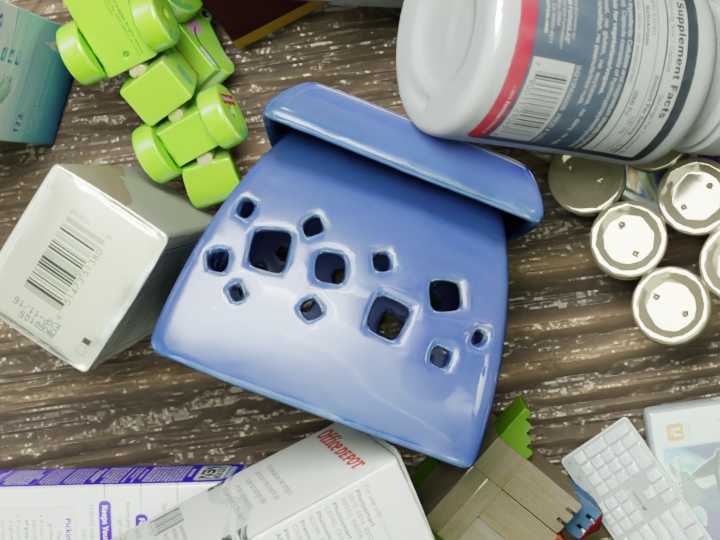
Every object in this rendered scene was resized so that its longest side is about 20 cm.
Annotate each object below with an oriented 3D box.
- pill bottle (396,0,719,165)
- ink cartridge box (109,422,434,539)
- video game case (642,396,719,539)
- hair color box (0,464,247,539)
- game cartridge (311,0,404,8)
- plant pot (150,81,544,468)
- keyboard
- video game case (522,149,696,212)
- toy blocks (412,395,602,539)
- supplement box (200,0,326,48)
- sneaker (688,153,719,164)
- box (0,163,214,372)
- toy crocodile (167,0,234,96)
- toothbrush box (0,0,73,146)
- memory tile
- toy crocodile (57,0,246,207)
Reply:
[{"bbox_3d":[0.132,-0.123,0.733,0.198,0.119,0.121,6,94,-25],"label":"pill bottle"},{"bbox_3d":[-0.064,0.178,0.771,0.199,0.146,0.085,-26,98,-10],"label":"ink cartridge box"},{"bbox_3d":[0.297,0.180,0.876,0.181,0.023,0.202,-9,93,3],"label":"video game case"},{"bbox_3d":[-0.176,0.194,0.876,0.198,0.065,0.110,-1,93,4],"label":"hair color box"},{"bbox_3d":[0.061,-0.198,0.748,0.199,0.129,0.039,-5,74,-34],"label":"game cartridge"},{"bbox_3d":[0.000,0.000,0.795,0.199,0.200,0.181,21,87,0],"label":"plant pot"},{"bbox_3d":[0.215,0.197,0.863,0.056,0.011,0.201,-38,81,23],"label":"keyboard"},{"bbox_3d":[0.157,-0.160,0.860,0.199,0.022,0.183,26,94,0],"label":"video game case"},{"bbox_3d":[0.089,0.198,0.857,0.136,0.100,0.200,39,98,-11],"label":"toy blocks"},{"bbox_3d":[-0.038,-0.259,0.763,0.196,0.200,0.134,-27,82,4],"label":"supplement box"},{"bbox_3d":[0.288,-0.018,0.832,0.080,0.083,0.201,-31,92,-2],"label":"sneaker"},{"bbox_3d":[-0.153,-0.008,0.794,0.077,0.200,0.095,33,94,0],"label":"box"},{"bbox_3d":[-0.157,-0.202,0.855,0.200,0.062,0.067,48,130,-3],"label":"toy crocodile"},{"bbox_3d":[-0.273,-0.139,0.791,0.145,0.200,0.086,18,94,0],"label":"toothbrush box"},{"bbox_3d":[0.201,-0.066,0.818,0.153,0.017,0.201,-34,76,10],"label":"memory tile"},{"bbox_3d":[-0.131,-0.123,0.813,0.067,0.062,0.201,-27,117,14],"label":"toy crocodile"}]
